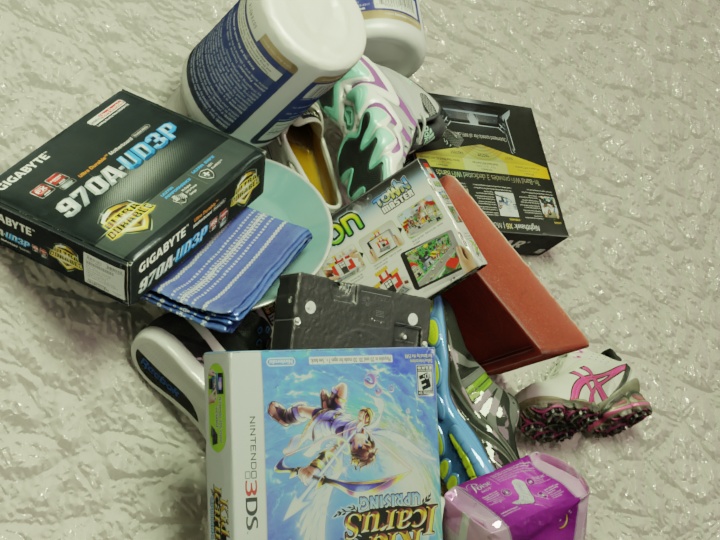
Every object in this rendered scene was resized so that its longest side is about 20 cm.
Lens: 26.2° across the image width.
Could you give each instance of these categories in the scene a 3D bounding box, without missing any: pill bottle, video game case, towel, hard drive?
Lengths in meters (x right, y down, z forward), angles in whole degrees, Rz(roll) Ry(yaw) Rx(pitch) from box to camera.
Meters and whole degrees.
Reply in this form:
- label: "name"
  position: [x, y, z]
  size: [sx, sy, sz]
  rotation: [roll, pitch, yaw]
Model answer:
- label: "pill bottle"
  position: [-0.092, -0.179, 1.387]
  size: [0.110, 0.200, 0.112]
  rotation: [20, 54, -29]
- label: "video game case"
  position: [-0.026, 0.153, 1.212]
  size: [0.199, 0.045, 0.183]
  rotation: [0, 87, -35]
- label: "pill bottle"
  position: [0.000, -0.297, 1.593]
  size: [0.115, 0.116, 0.202]
  rotation: [12, 58, -34]
- label: "towel"
  position: [-0.156, -0.028, 1.298]
  size: [0.199, 0.024, 0.145]
  rotation: [22, 43, 17]
- label: "hard drive"
  position: [-0.013, 0.112, 1.273]
  size: [0.139, 0.038, 0.202]
  rotation: [11, 79, -33]

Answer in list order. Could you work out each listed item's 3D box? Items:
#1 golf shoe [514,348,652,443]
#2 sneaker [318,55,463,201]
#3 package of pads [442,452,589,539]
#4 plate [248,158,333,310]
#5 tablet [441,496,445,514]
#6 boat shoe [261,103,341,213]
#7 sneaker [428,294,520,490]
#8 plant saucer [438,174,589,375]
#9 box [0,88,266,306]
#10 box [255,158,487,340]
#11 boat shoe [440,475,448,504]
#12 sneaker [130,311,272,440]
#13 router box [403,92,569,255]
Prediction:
- label: "golf shoe"
  position: [0.211, 0.121, 1.559]
  size: [0.199, 0.072, 0.093]
  rotation: [3, 57, -49]
- label: "sneaker"
  position: [0.044, -0.126, 1.483]
  size: [0.139, 0.078, 0.201]
  rotation: [12, 47, -32]
- label: "package of pads"
  position: [0.126, 0.264, 1.303]
  size: [0.120, 0.202, 0.075]
  rotation: [-17, 33, -34]
- label: "plate"
  position: [-0.123, -0.029, 1.343]
  size: [0.198, 0.026, 0.201]
  rotation: [2, 46, -2]
- label: "tablet"
  position: [0.031, 0.249, 1.328]
  size: [0.199, 0.014, 0.131]
  rotation: [25, 82, -27]
- label: "boat shoe"
  position: [-0.062, -0.135, 1.479]
  size: [0.070, 0.070, 0.202]
  rotation: [2, 65, -38]
- label: "sneaker"
  position: [0.092, 0.116, 1.368]
  size: [0.082, 0.071, 0.201]
  rotation: [-6, 67, -42]
- label: "plant saucer"
  position: [0.101, 0.019, 1.452]
  size: [0.037, 0.200, 0.200]
  rotation: [-41, 94, -22]
- label: "box"
  position: [-0.196, -0.065, 1.289]
  size: [0.158, 0.046, 0.200]
  rotation: [24, 41, 20]
- label: "box"
  position: [0.000, 0.000, 1.367]
  size: [0.111, 0.199, 0.035]
  rotation: [60, 15, 6]
- label: "boat shoe"
  position: [0.068, 0.184, 1.384]
  size: [0.199, 0.071, 0.065]
  rotation: [-2, 105, -39]
- label: "sneaker"
  position: [-0.092, 0.101, 1.314]
  size: [0.200, 0.073, 0.112]
  rotation: [49, 46, -3]
- label: "router box"
  position: [0.114, -0.100, 1.616]
  size: [0.199, 0.052, 0.159]
  rotation: [4, 64, -38]
